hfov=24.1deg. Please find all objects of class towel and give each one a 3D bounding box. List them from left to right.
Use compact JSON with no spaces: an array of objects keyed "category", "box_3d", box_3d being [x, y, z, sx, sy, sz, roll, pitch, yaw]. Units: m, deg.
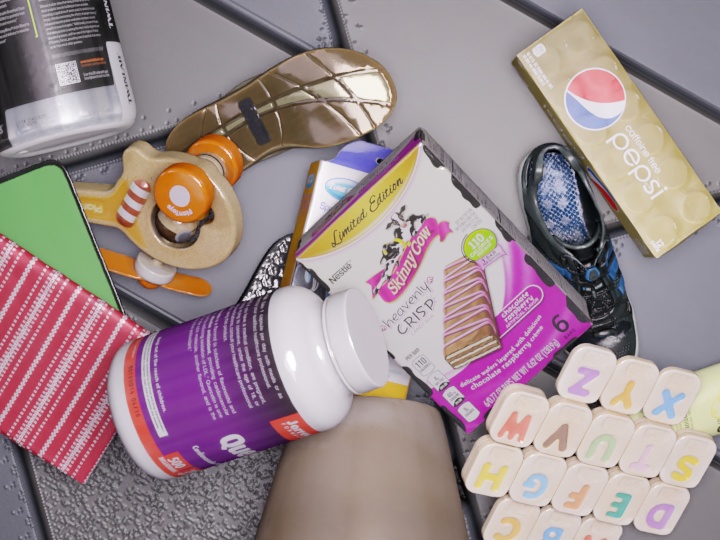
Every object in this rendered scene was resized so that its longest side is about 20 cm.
[{"category":"towel","box_3d":[-0.272,0.063,1.368,0.199,0.022,0.145,33,104,2]}]

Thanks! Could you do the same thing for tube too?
[{"category":"tube","box_3d":[0.299,0.104,1.381,0.199,0.058,0.052,-15,58,-3]}]

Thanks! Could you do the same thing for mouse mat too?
[{"category":"mouse mat","box_3d":[-0.299,0.014,1.378,0.199,0.008,0.162,-19,96,15]}]

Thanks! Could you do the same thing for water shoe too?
[{"category":"water shoe","box_3d":[0.173,-0.005,1.364,0.071,0.079,0.201,-21,91,1]}]

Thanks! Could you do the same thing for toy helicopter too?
[{"category":"toy helicopter","box_3d":[-0.190,-0.043,1.374,0.199,0.079,0.133,7,118,17]}]

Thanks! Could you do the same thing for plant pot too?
[{"category":"plant pot","box_3d":[0.002,0.195,1.331,0.199,0.200,0.175,2,74,1]}]

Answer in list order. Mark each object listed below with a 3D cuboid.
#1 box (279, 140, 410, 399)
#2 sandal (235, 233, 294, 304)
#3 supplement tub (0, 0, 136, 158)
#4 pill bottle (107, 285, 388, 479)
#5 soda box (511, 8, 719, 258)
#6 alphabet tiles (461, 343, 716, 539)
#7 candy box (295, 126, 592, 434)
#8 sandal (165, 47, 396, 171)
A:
[{"category":"box","box_3d":[0.000,0.000,1.368,0.118,0.041,0.201,15,84,-15]},{"category":"sandal","box_3d":[-0.093,0.060,1.390,0.075,0.048,0.201,40,78,-5]},{"category":"supplement tub","box_3d":[-0.258,-0.199,1.344,0.122,0.123,0.201,-14,92,1]},{"category":"pill bottle","box_3d":[-0.084,0.081,1.274,0.199,0.112,0.113,-19,91,18]},{"category":"soda box","box_3d":[0.207,-0.109,1.369,0.068,0.064,0.201,-35,91,1]},{"category":"alphabet tiles","box_3d":[0.185,0.153,1.348,0.199,0.015,0.196,15,115,-21]},{"category":"candy box","box_3d":[0.065,0.008,1.312,0.136,0.061,0.200,-43,101,12]},{"category":"sandal","box_3d":[-0.066,-0.127,1.381,0.199,0.054,0.081,-21,97,16]}]
